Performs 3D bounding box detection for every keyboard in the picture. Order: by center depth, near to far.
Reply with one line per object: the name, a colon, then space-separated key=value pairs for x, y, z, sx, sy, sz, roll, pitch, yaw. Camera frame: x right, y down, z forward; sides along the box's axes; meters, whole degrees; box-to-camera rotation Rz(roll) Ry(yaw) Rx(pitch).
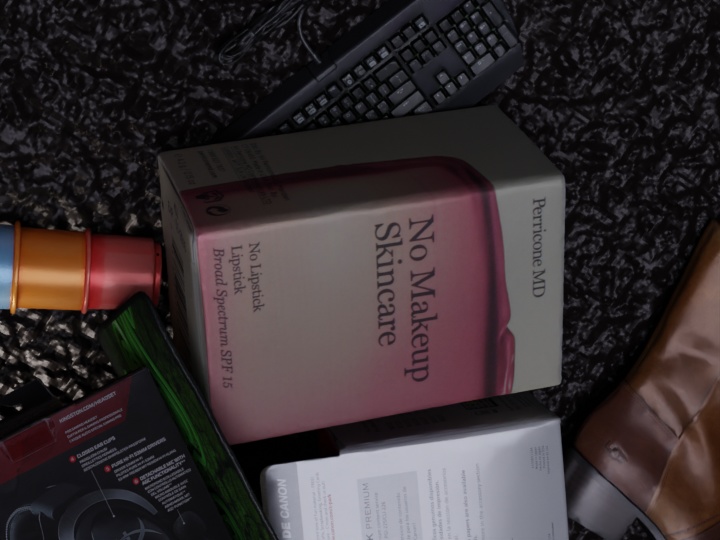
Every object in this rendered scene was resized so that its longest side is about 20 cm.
keyboard: x=-0.015 y=-0.104 z=0.986 sx=0.199 sy=0.021 sz=0.127 roll=-38 pitch=112 yaw=6

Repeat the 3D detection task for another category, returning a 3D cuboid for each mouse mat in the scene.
mouse mat: x=-0.083 y=0.109 z=0.958 sx=0.007 sy=0.161 sz=0.201 roll=-27 pitch=89 yaw=-19

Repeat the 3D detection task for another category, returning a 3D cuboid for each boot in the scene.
boot: x=0.233 y=0.093 z=1.093 sx=0.187 sy=0.069 sz=0.201 roll=32 pitch=96 yaw=-11

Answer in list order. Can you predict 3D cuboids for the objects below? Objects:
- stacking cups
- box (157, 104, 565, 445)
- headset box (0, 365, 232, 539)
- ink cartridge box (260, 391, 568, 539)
stacking cups: x=-0.209 y=-0.006 z=0.981 sx=0.198 sy=0.061 sz=0.061 roll=2 pitch=111 yaw=-15
box: x=0.000 y=0.000 z=0.964 sx=0.198 sy=0.109 sz=0.129 roll=-9 pitch=117 yaw=-13
headset box: x=-0.146 y=0.157 z=0.942 sx=0.148 sy=0.077 sz=0.201 roll=-27 pitch=88 yaw=-19
ink cartridge box: x=0.030 y=0.182 z=1.048 sx=0.174 sy=0.084 sz=0.202 roll=-7 pitch=101 yaw=-10
